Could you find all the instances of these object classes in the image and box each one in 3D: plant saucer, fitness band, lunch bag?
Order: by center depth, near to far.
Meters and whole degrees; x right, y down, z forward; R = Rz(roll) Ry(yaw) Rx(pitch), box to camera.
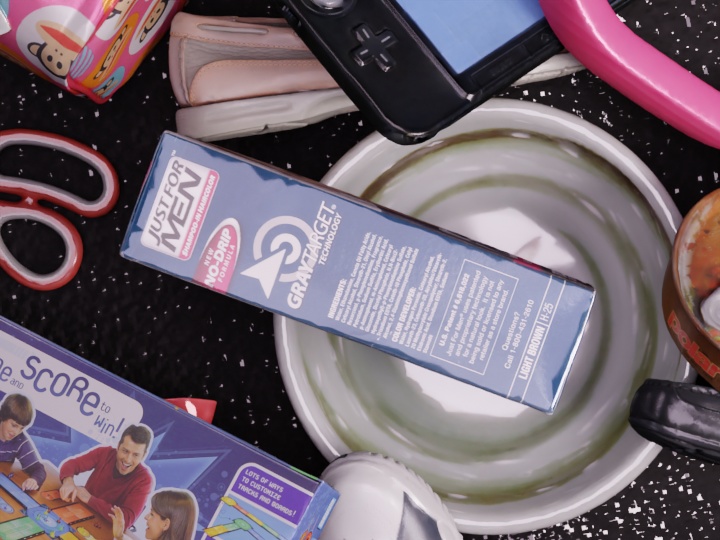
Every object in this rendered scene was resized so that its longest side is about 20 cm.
[{"bbox_3d":[-0.097,-0.173,1.322,0.082,0.176,0.200,33,91,1],"label":"lunch bag"},{"bbox_3d":[0.162,-0.136,1.349,0.200,0.037,0.144,30,75,-28],"label":"fitness band"},{"bbox_3d":[0.060,0.021,1.384,0.199,0.050,0.201,0,90,2],"label":"plant saucer"}]

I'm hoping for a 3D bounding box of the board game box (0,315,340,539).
[{"bbox_3d":[-0.127,0.113,1.335,0.199,0.034,0.136,27,84,19],"label":"board game box"}]

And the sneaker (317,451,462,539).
[{"bbox_3d":[0.001,0.191,1.325,0.079,0.130,0.200,4,108,17],"label":"sneaker"}]

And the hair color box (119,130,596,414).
[{"bbox_3d":[0.000,0.000,1.310,0.199,0.100,0.061,20,91,1],"label":"hair color box"}]

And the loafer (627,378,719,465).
[{"bbox_3d":[0.216,0.061,1.355,0.200,0.068,0.071,6,90,-20],"label":"loafer"}]

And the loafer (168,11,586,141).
[{"bbox_3d":[0.009,-0.105,1.372,0.199,0.072,0.063,-11,90,0],"label":"loafer"}]

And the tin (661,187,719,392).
[{"bbox_3d":[0.225,-0.004,1.340,0.199,0.042,0.112,-25,58,-25],"label":"tin"}]

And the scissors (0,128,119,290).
[{"bbox_3d":[-0.214,-0.049,1.409,0.199,0.014,0.073,18,93,2],"label":"scissors"}]

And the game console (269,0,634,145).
[{"bbox_3d":[0.049,-0.185,1.306,0.200,0.116,0.176,-34,81,-30],"label":"game console"}]

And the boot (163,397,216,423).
[{"bbox_3d":[-0.083,0.143,1.380,0.200,0.072,0.144,41,90,4],"label":"boot"}]
